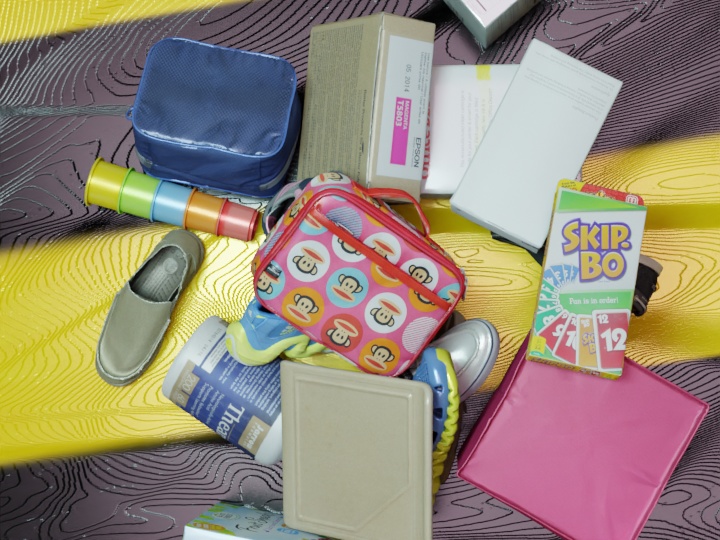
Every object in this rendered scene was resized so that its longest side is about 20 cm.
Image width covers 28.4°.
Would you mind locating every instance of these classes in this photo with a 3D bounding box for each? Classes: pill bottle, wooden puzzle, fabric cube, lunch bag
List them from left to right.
[{"bbox_3d":[-0.170,-0.167,1.615,0.199,0.132,0.137,12,68,3],"label":"lunch bag"},{"bbox_3d":[-0.115,0.148,1.605,0.199,0.111,0.111,33,90,6],"label":"pill bottle"},{"bbox_3d":[-0.002,0.194,1.489,0.199,0.037,0.186,8,104,35],"label":"wooden puzzle"},{"bbox_3d":[0.005,-0.003,1.465,0.200,0.082,0.176,34,104,-17],"label":"lunch bag"},{"bbox_3d":[0.231,0.178,1.531,0.196,0.199,0.201,30,90,4],"label":"fabric cube"}]

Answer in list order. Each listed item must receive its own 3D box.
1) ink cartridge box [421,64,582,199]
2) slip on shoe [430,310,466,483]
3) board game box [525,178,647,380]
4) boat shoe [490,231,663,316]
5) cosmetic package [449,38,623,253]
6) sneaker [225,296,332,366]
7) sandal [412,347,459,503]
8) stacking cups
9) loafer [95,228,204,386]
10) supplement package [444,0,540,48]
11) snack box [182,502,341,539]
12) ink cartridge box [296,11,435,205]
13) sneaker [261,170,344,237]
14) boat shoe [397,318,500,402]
[{"bbox_3d":[0.148,-0.155,1.613,0.199,0.083,0.146,0,87,4],"label":"ink cartridge box"},{"bbox_3d":[0.092,0.146,1.617,0.060,0.076,0.201,18,78,-34],"label":"slip on shoe"},{"bbox_3d":[0.232,0.004,1.445,0.095,0.030,0.201,13,70,-1],"label":"board game box"},{"bbox_3d":[0.237,-0.009,1.603,0.199,0.072,0.068,21,85,4],"label":"boat shoe"},{"bbox_3d":[0.187,-0.131,1.527,0.112,0.081,0.201,29,91,5],"label":"cosmetic package"},{"bbox_3d":[-0.050,0.044,1.570,0.199,0.105,0.076,-20,64,-33],"label":"sneaker"},{"bbox_3d":[0.052,0.169,1.500,0.087,0.080,0.201,10,116,-7],"label":"sandal"},{"bbox_3d":[-0.217,-0.075,1.659,0.199,0.061,0.061,17,88,1],"label":"stacking cups"},{"bbox_3d":[-0.251,0.040,1.643,0.075,0.068,0.201,27,89,6],"label":"loafer"},{"bbox_3d":[0.182,-0.366,1.608,0.200,0.110,0.114,-40,84,2],"label":"supplement package"},{"bbox_3d":[-0.098,0.309,1.551,0.168,0.200,0.068,10,87,6],"label":"snack box"},{"bbox_3d":[0.004,-0.175,1.578,0.075,0.164,0.201,5,92,-31],"label":"ink cartridge box"},{"bbox_3d":[-0.081,-0.060,1.569,0.082,0.200,0.070,-26,89,-28],"label":"sneaker"},{"bbox_3d":[0.064,0.122,1.551,0.200,0.070,0.071,-39,61,19],"label":"boat shoe"}]
